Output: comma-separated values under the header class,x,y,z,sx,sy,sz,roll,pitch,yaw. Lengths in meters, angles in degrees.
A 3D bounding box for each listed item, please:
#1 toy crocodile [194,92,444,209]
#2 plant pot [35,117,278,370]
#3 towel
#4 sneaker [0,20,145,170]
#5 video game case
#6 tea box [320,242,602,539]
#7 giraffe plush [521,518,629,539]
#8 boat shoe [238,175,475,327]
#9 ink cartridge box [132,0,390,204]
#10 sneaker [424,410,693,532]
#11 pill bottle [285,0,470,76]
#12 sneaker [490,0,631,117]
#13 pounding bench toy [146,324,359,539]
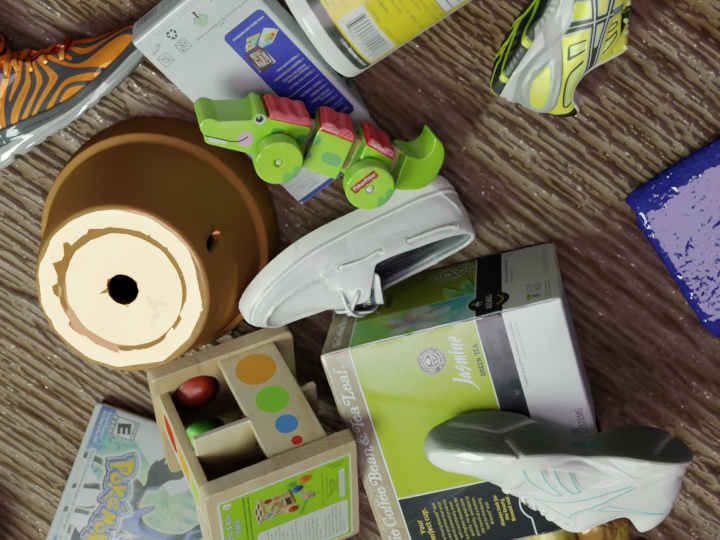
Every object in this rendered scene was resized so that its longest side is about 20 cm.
class,x,y,z,sx,sy,sz,roll,pitch,yaw
toy crocodile,-0.031,-0.099,0.984,0.199,0.068,0.062,14,120,-20
plant pot,-0.175,-0.011,1.035,0.199,0.140,0.201,2,110,5
towel,0.332,-0.052,1.020,0.200,0.050,0.148,-31,98,17
sneaker,-0.265,-0.164,1.017,0.200,0.078,0.112,-31,106,16
video game case,-0.185,0.241,1.144,0.182,0.022,0.201,19,82,-1
tea box,0.092,0.109,1.057,0.196,0.134,0.201,-14,109,10
giraffe plush,0.163,0.310,1.111,0.172,0.162,0.201,-13,109,10
boat shoe,0.000,0.000,1.031,0.200,0.072,0.069,-28,63,-9
ink cartridge box,-0.075,-0.148,1.007,0.099,0.039,0.200,-34,123,17
sneaker,0.145,0.157,0.962,0.200,0.070,0.080,8,114,-1
pill bottle,0.044,-0.239,0.939,0.200,0.111,0.111,-31,105,14
sneaker,0.177,-0.206,0.966,0.076,0.075,0.200,26,122,-12
pounding bench toy,-0.090,0.169,1.075,0.124,0.156,0.200,-19,137,-17
